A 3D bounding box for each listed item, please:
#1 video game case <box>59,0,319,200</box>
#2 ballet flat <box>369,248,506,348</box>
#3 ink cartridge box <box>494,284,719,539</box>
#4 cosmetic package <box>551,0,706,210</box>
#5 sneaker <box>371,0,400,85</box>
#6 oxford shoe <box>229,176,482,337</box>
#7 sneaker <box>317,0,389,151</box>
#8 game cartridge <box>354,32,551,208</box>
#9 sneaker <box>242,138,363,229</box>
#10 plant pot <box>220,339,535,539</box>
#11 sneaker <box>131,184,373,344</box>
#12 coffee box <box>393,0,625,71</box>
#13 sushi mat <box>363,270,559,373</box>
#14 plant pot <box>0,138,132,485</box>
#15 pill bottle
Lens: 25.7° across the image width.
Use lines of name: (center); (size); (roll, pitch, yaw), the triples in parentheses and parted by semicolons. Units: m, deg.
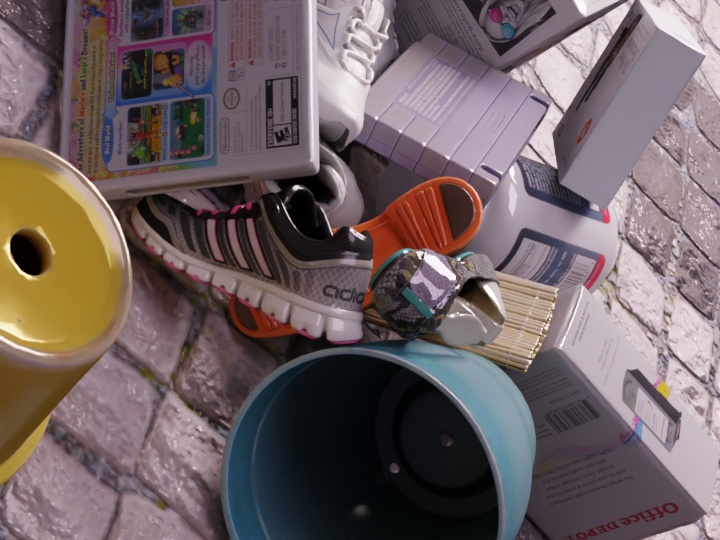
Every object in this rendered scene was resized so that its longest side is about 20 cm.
video game case: (-0.119, -0.149, 1.097); (0.024, 0.181, 0.201); (57, 29, -65)
ballet flat: (0.065, 0.026, 1.105); (0.072, 0.072, 0.200); (69, 18, 9)
ink cartridge box: (0.173, 0.126, 1.283); (0.200, 0.147, 0.086); (47, 41, -20)
cosmetic package: (0.226, -0.149, 1.365); (0.052, 0.151, 0.200); (28, 17, -4)
sneaker: (0.007, -0.224, 1.340); (0.115, 0.075, 0.201); (42, 60, -64)
oxford shoe: (0.000, 0.000, 1.167); (0.073, 0.199, 0.072); (63, 4, -78)
sneaker: (-0.020, -0.165, 1.172); (0.075, 0.087, 0.200); (45, 21, -34)
game cartridge: (0.072, -0.124, 1.270); (0.129, 0.039, 0.200); (26, 31, 8)
sneaker: (-0.043, -0.061, 1.159); (0.099, 0.078, 0.200); (39, 1, 33)
plant pot: (0.032, 0.136, 1.102); (0.201, 0.199, 0.188); (64, 23, 3)
sneaker: (-0.068, -0.023, 1.079); (0.074, 0.199, 0.088); (15, 100, -59)
coffee box: (0.122, -0.290, 1.424); (0.199, 0.197, 0.201); (-31, 92, -51)
sushi mat: (0.049, 0.017, 1.216); (0.199, 0.012, 0.096); (17, 41, 10)
plant pot: (-0.229, 0.024, 0.866); (0.200, 0.188, 0.202); (27, 50, -37)
pill bottle: (0.113, -0.043, 1.336); (0.199, 0.119, 0.120); (16, 57, -42)
